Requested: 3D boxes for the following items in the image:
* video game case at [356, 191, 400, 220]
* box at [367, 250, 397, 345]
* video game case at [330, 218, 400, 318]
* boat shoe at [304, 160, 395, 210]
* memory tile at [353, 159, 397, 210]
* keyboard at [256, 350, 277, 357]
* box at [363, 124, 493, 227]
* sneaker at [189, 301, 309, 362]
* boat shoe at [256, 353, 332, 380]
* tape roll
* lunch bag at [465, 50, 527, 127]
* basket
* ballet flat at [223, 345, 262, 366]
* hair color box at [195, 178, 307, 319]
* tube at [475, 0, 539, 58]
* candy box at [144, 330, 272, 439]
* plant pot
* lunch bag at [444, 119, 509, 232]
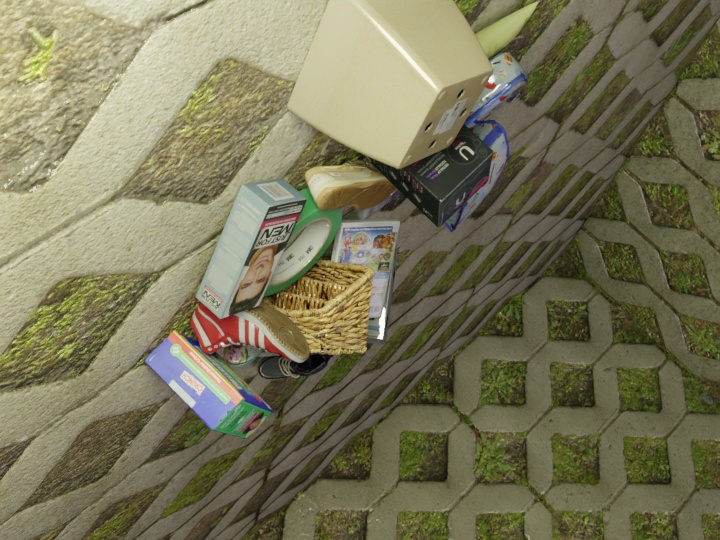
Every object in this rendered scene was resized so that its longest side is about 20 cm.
[{"bbox_3d":[0.073,-0.199,1.585,0.181,0.024,0.201,-39,161,-26],"label":"video game case"},{"bbox_3d":[0.035,0.047,1.794,0.117,0.059,0.204,70,27,-77],"label":"box"},{"bbox_3d":[0.000,0.000,1.650,0.141,0.018,0.204,-4,114,-36],"label":"video game case"},{"bbox_3d":[-0.014,-0.146,1.395,0.074,0.070,0.199,-48,158,29],"label":"boat shoe"},{"bbox_3d":[0.064,-0.180,1.500,0.198,0.017,0.154,-29,156,-3],"label":"memory tile"},{"bbox_3d":[-0.101,0.138,1.587,0.196,0.011,0.056,-6,-161,19],"label":"keyboard"},{"bbox_3d":[0.097,-0.190,1.349,0.122,0.200,0.106,-41,163,-11],"label":"box"},{"bbox_3d":[-0.185,0.107,1.398,0.113,0.199,0.072,-47,-167,26],"label":"sneaker"},{"bbox_3d":[-0.141,0.186,1.749,0.198,0.075,0.093,-26,-169,21],"label":"boat shoe"},{"bbox_3d":[-0.117,-0.046,1.427,0.200,0.048,0.201,-42,163,-16],"label":"tape roll"},{"bbox_3d":[0.218,-0.310,1.514,0.160,0.076,0.200,-41,179,15],"label":"lunch bag"},{"bbox_3d":[-0.088,0.057,1.501,0.141,0.198,0.152,2,96,-40],"label":"basket"},{"bbox_3d":[-0.183,0.104,1.595,0.199,0.068,0.072,-34,148,-51],"label":"ballet flat"},{"bbox_3d":[-0.164,-0.033,1.279,0.098,0.060,0.202,-19,141,-57],"label":"hair color box"},{"bbox_3d":[0.239,-0.404,1.473,0.199,0.057,0.053,-39,125,-36],"label":"tube"},{"bbox_3d":[-0.251,0.197,1.447,0.077,0.169,0.200,-47,164,-3],"label":"candy box"},{"bbox_3d":[0.053,-0.255,1.133,0.199,0.177,0.201,-27,156,-45],"label":"plant pot"},{"bbox_3d":[0.213,-0.200,1.732,0.171,0.123,0.200,-50,174,-14],"label":"lunch bag"}]
